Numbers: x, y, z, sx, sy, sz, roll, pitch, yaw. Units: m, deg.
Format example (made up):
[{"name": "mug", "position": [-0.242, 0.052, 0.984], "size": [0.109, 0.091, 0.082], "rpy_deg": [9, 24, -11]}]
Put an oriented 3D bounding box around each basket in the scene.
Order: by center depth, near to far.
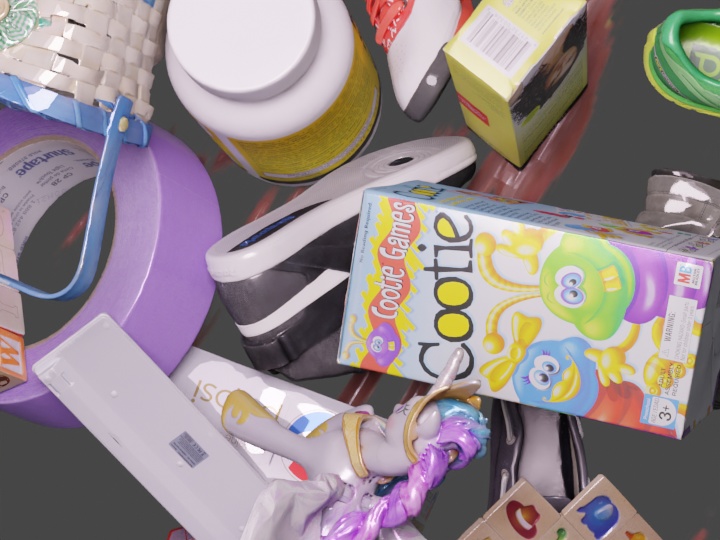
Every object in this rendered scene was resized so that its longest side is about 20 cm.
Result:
[{"name": "basket", "position": [-0.206, -0.096, 1.210], "size": [0.176, 0.139, 0.200], "rpy_deg": [14, 93, 23]}]

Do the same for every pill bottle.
[{"name": "pill bottle", "position": [-0.053, -0.123, 1.292], "size": [0.112, 0.200, 0.113], "rpy_deg": [-1, 80, 7]}]

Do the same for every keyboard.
[{"name": "keyboard", "position": [-0.107, 0.109, 1.267], "size": [0.056, 0.011, 0.200], "rpy_deg": [-39, 113, 5]}]

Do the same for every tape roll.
[{"name": "tape roll", "position": [-0.183, -0.007, 1.320], "size": [0.200, 0.066, 0.200], "rpy_deg": [-13, 65, 30]}]

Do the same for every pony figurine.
[{"name": "pony figurine", "position": [-0.017, 0.141, 1.177], "size": [0.166, 0.200, 0.193], "rpy_deg": [29, 65, -31]}]

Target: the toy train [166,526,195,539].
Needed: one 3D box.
[{"name": "toy train", "position": [-0.103, 0.179, 1.335], "size": [0.200, 0.034, 0.046], "rpy_deg": [-13, 68, 6]}]

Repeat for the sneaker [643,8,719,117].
[{"name": "sneaker", "position": [0.270, -0.115, 1.305], "size": [0.200, 0.084, 0.074], "rpy_deg": [10, 82, 9]}]

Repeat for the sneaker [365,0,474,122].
[{"name": "sneaker", "position": [0.014, -0.180, 1.310], "size": [0.108, 0.067, 0.201], "rpy_deg": [24, 47, -12]}]

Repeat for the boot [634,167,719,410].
[{"name": "boot", "position": [0.161, -0.007, 1.322], "size": [0.200, 0.068, 0.131], "rpy_deg": [23, 73, 10]}]

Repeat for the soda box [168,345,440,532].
[{"name": "soda box", "position": [-0.048, 0.101, 1.320], "size": [0.200, 0.068, 0.064], "rpy_deg": [19, 83, 11]}]

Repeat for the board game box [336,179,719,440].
[{"name": "board game box", "position": [0.103, 0.019, 1.222], "size": [0.200, 0.105, 0.103], "rpy_deg": [12, 99, 18]}]

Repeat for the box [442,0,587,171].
[{"name": "box", "position": [0.095, -0.118, 1.270], "size": [0.050, 0.200, 0.075], "rpy_deg": [38, 89, 10]}]

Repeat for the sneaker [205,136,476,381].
[{"name": "sneaker", "position": [0.000, 0.000, 1.325], "size": [0.200, 0.073, 0.112], "rpy_deg": [-29, 111, -30]}]

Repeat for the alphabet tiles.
[{"name": "alphabet tiles", "position": [0.120, 0.218, 1.251], "size": [0.167, 0.008, 0.200], "rpy_deg": [-44, 113, -1]}]

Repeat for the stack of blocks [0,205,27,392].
[{"name": "stack of blocks", "position": [-0.272, -0.011, 1.303], "size": [0.115, 0.059, 0.200], "rpy_deg": [-24, 61, 25]}]

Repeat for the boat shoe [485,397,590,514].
[{"name": "boat shoe", "position": [0.105, 0.145, 1.294], "size": [0.073, 0.063, 0.200], "rpy_deg": [-2, 80, 8]}]

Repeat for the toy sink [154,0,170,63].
[{"name": "toy sink", "position": [-0.169, -0.208, 1.362], "size": [0.130, 0.112, 0.200], "rpy_deg": [0, 76, 9]}]
